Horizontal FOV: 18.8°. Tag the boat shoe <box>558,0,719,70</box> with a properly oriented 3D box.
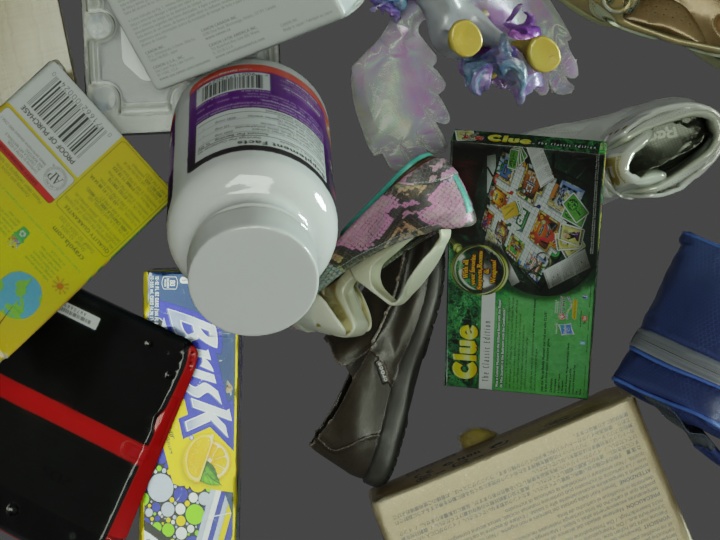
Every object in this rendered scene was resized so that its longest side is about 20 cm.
[{"bbox_3d":[0.214,-0.195,1.516,0.199,0.063,0.074,21,91,-3],"label":"boat shoe"}]

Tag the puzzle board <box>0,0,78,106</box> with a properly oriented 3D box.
[{"bbox_3d":[-0.274,-0.129,1.524,0.150,0.017,0.201,-12,92,2],"label":"puzzle board"}]

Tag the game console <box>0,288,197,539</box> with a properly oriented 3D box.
[{"bbox_3d":[-0.226,0.094,1.497,0.200,0.031,0.177,24,90,19],"label":"game console"}]

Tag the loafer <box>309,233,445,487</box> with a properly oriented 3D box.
[{"bbox_3d":[0.011,0.049,1.512,0.071,0.073,0.201,14,91,-2],"label":"loafer"}]

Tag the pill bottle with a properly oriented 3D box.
[{"bbox_3d":[-0.071,-0.047,1.422,0.111,0.200,0.112,-1,123,-2],"label":"pill bottle"}]

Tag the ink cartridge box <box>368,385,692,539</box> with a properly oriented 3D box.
[{"bbox_3d":[0.126,0.194,1.521,0.199,0.075,0.165,-22,94,-2],"label":"ink cartridge box"}]

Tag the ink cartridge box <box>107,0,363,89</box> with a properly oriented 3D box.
[{"bbox_3d":[-0.110,-0.234,1.420,0.162,0.050,0.200,-18,107,30],"label":"ink cartridge box"}]

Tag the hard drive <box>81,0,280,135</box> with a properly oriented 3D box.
[{"bbox_3d":[-0.127,-0.196,1.519,0.139,0.038,0.201,-2,93,-1],"label":"hard drive"}]

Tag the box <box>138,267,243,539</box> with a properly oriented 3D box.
[{"bbox_3d":[-0.118,0.098,1.515,0.070,0.064,0.201,1,92,-1],"label":"box"}]

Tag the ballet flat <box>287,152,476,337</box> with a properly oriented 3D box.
[{"bbox_3d":[0.000,0.000,1.463,0.200,0.069,0.071,-38,77,31],"label":"ballet flat"}]

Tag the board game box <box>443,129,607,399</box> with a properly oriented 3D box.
[{"bbox_3d":[0.111,-0.002,1.483,0.104,0.023,0.201,5,123,6],"label":"board game box"}]

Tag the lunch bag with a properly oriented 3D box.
[{"bbox_3d":[0.278,0.078,1.474,0.200,0.136,0.133,28,90,-33],"label":"lunch bag"}]

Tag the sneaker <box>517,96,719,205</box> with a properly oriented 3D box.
[{"bbox_3d":[0.155,-0.071,1.494,0.199,0.116,0.074,-24,94,0],"label":"sneaker"}]

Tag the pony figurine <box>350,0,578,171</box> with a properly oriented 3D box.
[{"bbox_3d":[0.064,-0.170,1.467,0.166,0.200,0.193,-30,107,-9],"label":"pony figurine"}]

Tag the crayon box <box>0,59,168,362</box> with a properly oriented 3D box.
[{"bbox_3d":[-0.237,-0.028,1.449,0.127,0.051,0.200,49,67,-8],"label":"crayon box"}]
